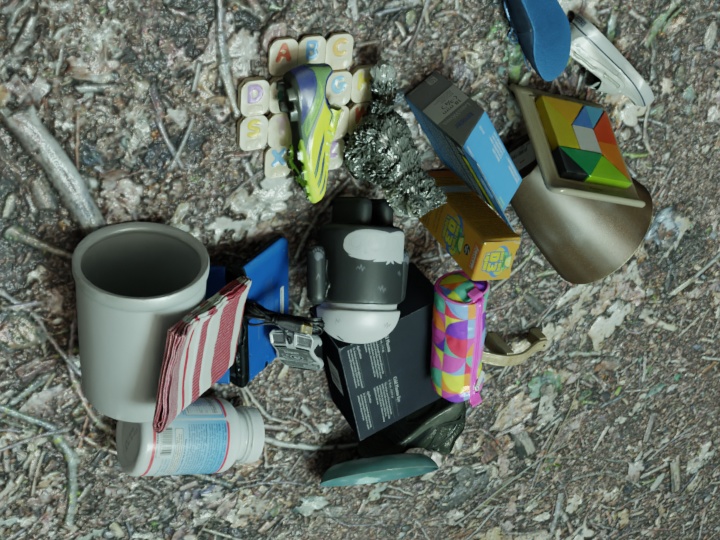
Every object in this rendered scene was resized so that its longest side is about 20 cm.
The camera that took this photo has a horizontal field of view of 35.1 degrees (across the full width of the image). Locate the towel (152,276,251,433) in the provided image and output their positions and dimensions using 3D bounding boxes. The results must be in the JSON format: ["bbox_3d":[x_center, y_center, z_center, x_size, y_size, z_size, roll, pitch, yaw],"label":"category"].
[{"bbox_3d":[-0.197,0.102,1.443,0.200,0.022,0.146,-43,151,-60],"label":"towel"}]

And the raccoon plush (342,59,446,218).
[{"bbox_3d":[0.051,-0.158,1.498,0.096,0.134,0.201,-37,147,-23],"label":"raccoon plush"}]

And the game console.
[{"bbox_3d":[-0.193,0.053,1.601,0.170,0.117,0.202,-41,144,-45],"label":"game console"}]

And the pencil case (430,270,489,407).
[{"bbox_3d":[0.147,0.099,1.659,0.087,0.088,0.202,-18,128,-19],"label":"pencil case"}]

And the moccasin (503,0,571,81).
[{"bbox_3d":[0.236,-0.351,1.549,0.080,0.068,0.201,-37,135,-14],"label":"moccasin"}]

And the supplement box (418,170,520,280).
[{"bbox_3d":[0.144,-0.066,1.599,0.068,0.200,0.067,-4,124,-29],"label":"supplement box"}]

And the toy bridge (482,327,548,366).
[{"bbox_3d":[0.230,0.130,1.883,0.197,0.067,0.028,-3,124,-31],"label":"toy bridge"}]

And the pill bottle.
[{"bbox_3d":[-0.243,0.238,1.638,0.198,0.109,0.110,5,119,-34],"label":"pill bottle"}]

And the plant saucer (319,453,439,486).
[{"bbox_3d":[0.030,0.324,1.853,0.197,0.028,0.200,-7,164,-2],"label":"plant saucer"}]

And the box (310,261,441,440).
[{"bbox_3d":[0.039,0.123,1.734,0.180,0.104,0.202,-24,131,-15],"label":"box"}]

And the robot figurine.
[{"bbox_3d":[-0.002,0.000,1.588,0.148,0.125,0.204,2,91,-3],"label":"robot figurine"}]

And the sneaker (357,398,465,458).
[{"bbox_3d":[0.093,0.279,1.896,0.198,0.076,0.115,-30,131,-12],"label":"sneaker"}]

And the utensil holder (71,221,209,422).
[{"bbox_3d":[-0.281,0.066,1.458,0.168,0.170,0.202,-11,129,-25],"label":"utensil holder"}]

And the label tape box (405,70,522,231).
[{"bbox_3d":[0.155,-0.163,1.538,0.063,0.200,0.145,-38,133,-1],"label":"label tape box"}]

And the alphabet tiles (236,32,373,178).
[{"bbox_3d":[-0.068,-0.213,1.492,0.197,0.015,0.198,-11,126,-25],"label":"alphabet tiles"}]

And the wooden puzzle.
[{"bbox_3d":[0.313,-0.183,1.625,0.183,0.202,0.037,6,143,-34],"label":"wooden puzzle"}]

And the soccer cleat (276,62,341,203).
[{"bbox_3d":[-0.056,-0.175,1.474,0.083,0.065,0.202,-22,132,-19],"label":"soccer cleat"}]

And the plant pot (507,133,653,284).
[{"bbox_3d":[0.303,-0.112,1.701,0.199,0.187,0.187,37,99,-28],"label":"plant pot"}]

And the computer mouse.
[{"bbox_3d":[-0.094,0.092,1.605,0.108,0.045,0.200,7,159,8],"label":"computer mouse"}]

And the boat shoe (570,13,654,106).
[{"bbox_3d":[0.357,-0.291,1.663,0.066,0.072,0.199,-46,132,12],"label":"boat shoe"}]
